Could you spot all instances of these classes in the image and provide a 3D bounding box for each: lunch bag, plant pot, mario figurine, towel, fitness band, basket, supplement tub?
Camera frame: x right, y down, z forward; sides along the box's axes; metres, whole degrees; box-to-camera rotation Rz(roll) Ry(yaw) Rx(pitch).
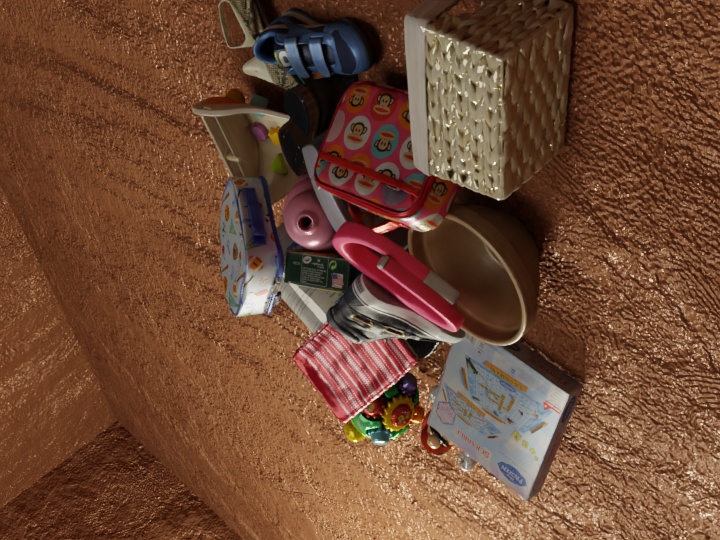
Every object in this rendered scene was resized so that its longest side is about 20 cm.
[{"bbox_3d":[-0.165,-0.037,1.484,0.161,0.075,0.201,111,150,-47],"label":"lunch bag"},{"bbox_3d":[0.161,-0.012,1.248,0.201,0.093,0.202,39,152,26],"label":"plant pot"},{"bbox_3d":[0.151,0.252,1.564,0.200,0.105,0.125,135,132,-56],"label":"mario figurine"},{"bbox_3d":[-0.012,0.136,1.520,0.145,0.022,0.200,52,127,9],"label":"towel"},{"bbox_3d":[0.050,0.010,1.233,0.200,0.038,0.143,38,170,-16],"label":"fitness band"},{"bbox_3d":[0.136,-0.192,1.025,0.123,0.135,0.201,31,147,33],"label":"basket"},{"bbox_3d":[-0.069,0.018,1.615,0.200,0.132,0.132,47,153,10],"label":"supplement tub"},{"bbox_3d":[0.036,-0.133,1.213,0.199,0.177,0.082,25,-178,42],"label":"lunch bag"}]

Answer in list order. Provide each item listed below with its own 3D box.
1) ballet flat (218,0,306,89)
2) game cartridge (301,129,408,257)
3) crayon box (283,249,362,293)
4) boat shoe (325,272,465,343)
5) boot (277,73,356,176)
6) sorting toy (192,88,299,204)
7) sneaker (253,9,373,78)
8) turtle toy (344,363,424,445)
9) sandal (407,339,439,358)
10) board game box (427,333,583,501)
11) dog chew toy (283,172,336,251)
[{"bbox_3d":[-0.150,-0.327,1.389,0.201,0.075,0.068,61,-179,-17],"label":"ballet flat"},{"bbox_3d":[0.005,-0.105,1.342,0.040,0.133,0.201,-9,116,53],"label":"game cartridge"},{"bbox_3d":[0.000,0.000,1.448,0.126,0.199,0.051,9,95,39],"label":"crayon box"},{"bbox_3d":[0.049,0.068,1.362,0.199,0.071,0.091,25,129,-32],"label":"boat shoe"},{"bbox_3d":[-0.057,-0.205,1.376,0.075,0.097,0.200,52,159,13],"label":"boot"},{"bbox_3d":[-0.130,-0.193,1.507,0.179,0.107,0.201,12,143,32],"label":"sorting toy"},{"bbox_3d":[-0.063,-0.289,1.289,0.199,0.082,0.074,22,138,45],"label":"sneaker"},{"bbox_3d":[0.037,0.200,1.594,0.101,0.145,0.201,30,143,53],"label":"turtle toy"},{"bbox_3d":[0.111,0.079,1.507,0.075,0.045,0.200,48,141,-2],"label":"sandal"},{"bbox_3d":[0.202,0.195,1.414,0.200,0.041,0.201,36,127,31],"label":"board game box"},{"bbox_3d":[-0.056,-0.083,1.406,0.125,0.124,0.200,54,-164,-3],"label":"dog chew toy"}]
